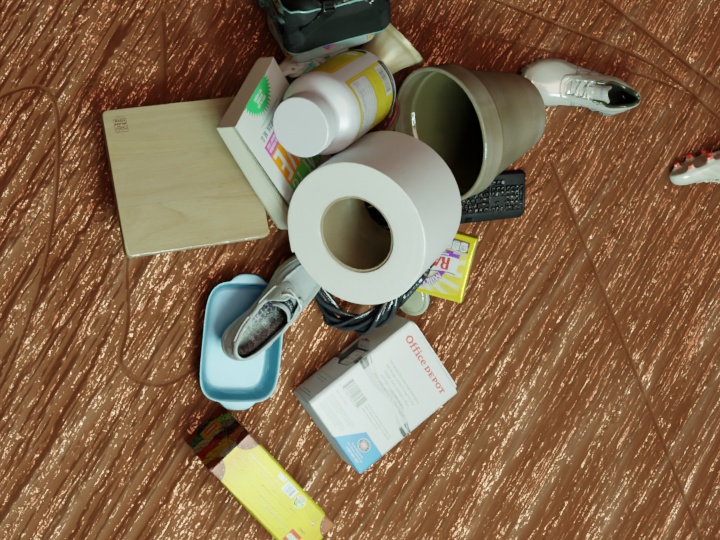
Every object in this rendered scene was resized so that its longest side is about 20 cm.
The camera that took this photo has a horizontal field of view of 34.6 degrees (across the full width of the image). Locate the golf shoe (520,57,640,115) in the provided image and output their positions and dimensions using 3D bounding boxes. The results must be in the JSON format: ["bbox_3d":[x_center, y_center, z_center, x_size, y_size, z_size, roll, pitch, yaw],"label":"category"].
[{"bbox_3d":[0.348,-0.289,1.812,0.200,0.097,0.079,4,98,-21],"label":"golf shoe"}]

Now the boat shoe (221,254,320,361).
[{"bbox_3d":[-0.114,0.055,1.648,0.201,0.071,0.070,-47,112,-10],"label":"boat shoe"}]

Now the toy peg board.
[{"bbox_3d":[-0.251,-0.124,1.609,0.200,0.098,0.200,-9,86,-21],"label":"toy peg board"}]

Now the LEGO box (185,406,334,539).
[{"bbox_3d":[-0.146,0.307,1.672,0.077,0.149,0.200,-44,110,-10],"label":"LEGO box"}]

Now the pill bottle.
[{"bbox_3d":[-0.037,-0.222,1.556,0.200,0.112,0.112,-44,118,-56],"label":"pill bottle"}]

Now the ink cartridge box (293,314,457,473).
[{"bbox_3d":[0.024,0.184,1.756,0.200,0.086,0.147,-38,110,-14],"label":"ink cartridge box"}]

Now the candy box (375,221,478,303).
[{"bbox_3d":[0.067,-0.026,1.715,0.200,0.026,0.102,14,107,8],"label":"candy box"}]

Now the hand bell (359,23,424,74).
[{"bbox_3d":[-0.013,-0.268,1.685,0.200,0.104,0.104,-45,112,2],"label":"hand bell"}]

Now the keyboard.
[{"bbox_3d":[0.173,-0.124,1.796,0.200,0.040,0.104,-7,101,-22],"label":"keyboard"}]

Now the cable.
[{"bbox_3d":[0.000,0.000,1.695,0.163,0.051,0.200,42,109,0],"label":"cable"}]

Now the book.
[{"bbox_3d":[-0.112,-0.171,1.578,0.200,0.048,0.134,58,46,-42],"label":"book"}]

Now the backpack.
[{"bbox_3d":[-0.064,-0.397,1.590,0.175,0.153,0.200,-22,68,-16],"label":"backpack"}]

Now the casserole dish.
[{"bbox_3d":[-0.176,0.102,1.689,0.121,0.039,0.201,3,96,-22],"label":"casserole dish"}]

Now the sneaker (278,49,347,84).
[{"bbox_3d":[-0.078,-0.287,1.643,0.200,0.088,0.075,-45,110,-11],"label":"sneaker"}]

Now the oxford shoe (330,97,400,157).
[{"bbox_3d":[-0.003,-0.172,1.703,0.070,0.075,0.200,43,102,13],"label":"oxford shoe"}]

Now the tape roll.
[{"bbox_3d":[0.021,-0.073,1.560,0.139,0.202,0.203,-43,118,-54],"label":"tape roll"}]

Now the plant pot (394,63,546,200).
[{"bbox_3d":[0.175,-0.220,1.717,0.173,0.200,0.200,-22,106,-35],"label":"plant pot"}]

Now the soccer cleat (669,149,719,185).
[{"bbox_3d":[0.611,-0.172,1.953,0.200,0.069,0.078,-22,109,-21],"label":"soccer cleat"}]

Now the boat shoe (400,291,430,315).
[{"bbox_3d":[0.084,-0.036,1.762,0.066,0.074,0.200,-30,112,-60],"label":"boat shoe"}]
